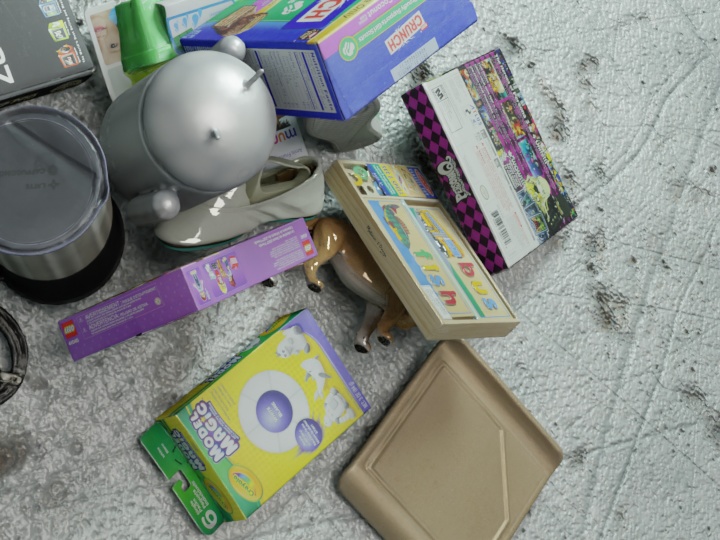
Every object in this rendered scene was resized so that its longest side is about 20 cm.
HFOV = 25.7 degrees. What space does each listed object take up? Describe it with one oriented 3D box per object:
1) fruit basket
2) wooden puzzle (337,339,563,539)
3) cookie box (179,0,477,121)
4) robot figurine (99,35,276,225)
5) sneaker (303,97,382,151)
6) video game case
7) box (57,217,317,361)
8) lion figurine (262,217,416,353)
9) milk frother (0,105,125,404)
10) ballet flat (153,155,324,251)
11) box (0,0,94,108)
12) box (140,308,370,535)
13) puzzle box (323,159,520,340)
[{"bbox_3d":[-0.141,-0.164,1.436,0.184,0.094,0.201,-24,96,-34],"label":"fruit basket"},{"bbox_3d":[0.088,0.194,1.541,0.185,0.037,0.200,48,63,-15],"label":"wooden puzzle"},{"bbox_3d":[-0.029,-0.205,1.353,0.171,0.199,0.076,-39,120,-29],"label":"cookie box"},{"bbox_3d":[-0.141,-0.111,1.289,0.112,0.200,0.171,27,68,-24],"label":"robot figurine"},{"bbox_3d":[-0.027,-0.187,1.474,0.073,0.200,0.119,-16,82,2],"label":"sneaker"},{"bbox_3d":[0.135,-0.114,1.602,0.181,0.036,0.201,-33,98,-54],"label":"video game case"},{"bbox_3d":[-0.140,0.014,1.326,0.200,0.136,0.039,-27,95,-61],"label":"box"},{"bbox_3d":[0.000,0.000,1.504,0.200,0.072,0.123,40,55,-15],"label":"lion figurine"},{"bbox_3d":[-0.278,-0.004,1.250,0.179,0.188,0.202,-5,78,-5],"label":"milk frother"},{"bbox_3d":[-0.105,-0.069,1.413,0.199,0.069,0.070,-16,88,-47],"label":"ballet flat"},{"bbox_3d":[-0.337,-0.236,1.351,0.160,0.049,0.201,-21,91,-31],"label":"box"},{"bbox_3d":[-0.095,0.136,1.426,0.200,0.048,0.118,-39,101,-31],"label":"box"},{"bbox_3d":[0.059,-0.020,1.498,0.133,0.025,0.201,1,50,-52],"label":"puzzle box"}]
